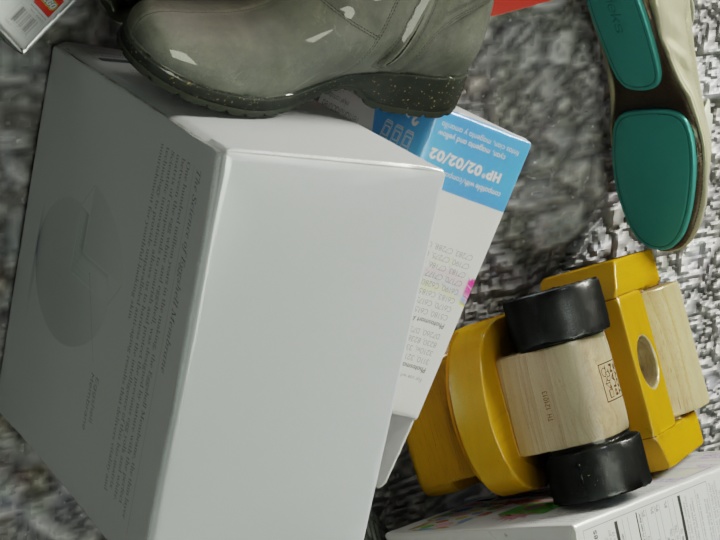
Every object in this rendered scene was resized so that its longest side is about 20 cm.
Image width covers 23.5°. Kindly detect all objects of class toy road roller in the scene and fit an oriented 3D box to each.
[{"bbox_3d":[0.109,0.069,1.028,0.199,0.145,0.124,-13,88,-60],"label":"toy road roller"}]

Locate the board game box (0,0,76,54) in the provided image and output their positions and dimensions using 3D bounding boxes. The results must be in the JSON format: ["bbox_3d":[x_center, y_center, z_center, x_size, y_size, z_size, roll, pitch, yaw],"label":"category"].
[{"bbox_3d":[-0.180,-0.214,0.788,0.126,0.035,0.200,-47,125,-8],"label":"board game box"}]

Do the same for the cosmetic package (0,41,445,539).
[{"bbox_3d":[-0.076,0.015,0.841,0.122,0.200,0.201,3,108,-31],"label":"cosmetic package"}]

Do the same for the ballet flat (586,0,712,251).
[{"bbox_3d":[0.182,-0.110,1.034,0.069,0.069,0.202,-24,119,-20],"label":"ballet flat"}]

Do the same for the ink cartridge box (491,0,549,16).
[{"bbox_3d":[0.014,-0.191,0.844,0.201,0.161,0.057,62,33,-30],"label":"ink cartridge box"}]

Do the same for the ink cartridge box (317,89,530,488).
[{"bbox_3d":[0.000,0.000,0.931,0.067,0.115,0.202,17,99,-33],"label":"ink cartridge box"}]

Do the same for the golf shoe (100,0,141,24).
[{"bbox_3d":[-0.054,-0.177,0.771,0.097,0.078,0.200,-36,167,-43],"label":"golf shoe"}]

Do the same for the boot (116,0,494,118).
[{"bbox_3d":[-0.008,-0.140,0.783,0.198,0.068,0.131,-3,133,-37],"label":"boot"}]

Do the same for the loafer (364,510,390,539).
[{"bbox_3d":[0.010,0.210,1.059,0.069,0.076,0.201,-24,127,16],"label":"loafer"}]

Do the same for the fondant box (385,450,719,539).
[{"bbox_3d":[0.135,0.156,1.022,0.199,0.143,0.059,-10,89,-45],"label":"fondant box"}]
